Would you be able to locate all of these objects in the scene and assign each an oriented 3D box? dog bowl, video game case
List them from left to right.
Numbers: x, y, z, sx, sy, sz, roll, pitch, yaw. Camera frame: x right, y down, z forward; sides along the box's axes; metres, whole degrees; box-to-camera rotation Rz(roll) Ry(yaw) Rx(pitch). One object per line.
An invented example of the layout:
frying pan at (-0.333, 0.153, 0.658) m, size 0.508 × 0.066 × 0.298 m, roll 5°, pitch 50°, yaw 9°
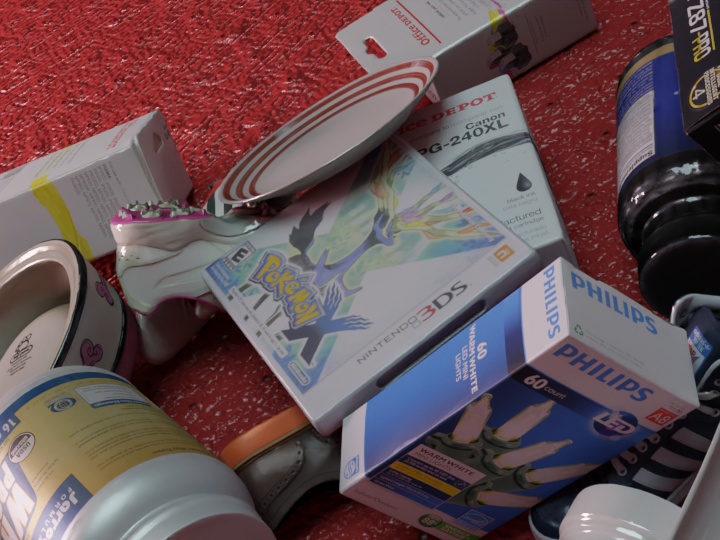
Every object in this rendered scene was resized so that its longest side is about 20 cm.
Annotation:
dog bowl at (-0.252, 0.080, 1.006) m, size 0.200 × 0.074 × 0.200 m, roll -31°, pitch 40°, yaw 31°
video game case at (0.000, 0.000, 0.907) m, size 0.182 × 0.022 × 0.200 m, roll -37°, pitch 41°, yaw -6°

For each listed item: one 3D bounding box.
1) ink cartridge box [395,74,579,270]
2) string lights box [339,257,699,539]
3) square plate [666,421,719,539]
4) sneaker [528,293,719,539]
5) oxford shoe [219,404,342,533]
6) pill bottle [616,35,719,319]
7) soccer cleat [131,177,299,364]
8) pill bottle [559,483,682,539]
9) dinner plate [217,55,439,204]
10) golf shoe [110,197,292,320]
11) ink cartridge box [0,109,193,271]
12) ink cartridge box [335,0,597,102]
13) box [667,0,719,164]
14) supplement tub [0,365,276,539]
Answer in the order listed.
ink cartridge box at (0.074, -0.040, 0.983) m, size 0.145 × 0.083 × 0.200 m, roll -21°, pitch 42°, yaw 10°
string lights box at (0.087, 0.084, 0.770) m, size 0.200 × 0.103 × 0.059 m, roll -41°, pitch 33°, yaw 38°
square plate at (0.264, 0.141, 0.680) m, size 0.198 × 0.028 × 0.200 m, roll 30°, pitch 60°, yaw 5°
sneaker at (0.179, 0.088, 0.781) m, size 0.200 × 0.109 × 0.070 m, roll -29°, pitch 41°, yaw -1°
oxford shoe at (0.008, 0.111, 0.898) m, size 0.200 × 0.071 × 0.073 m, roll -28°, pitch 72°, yaw -7°
pill bottle at (0.234, -0.064, 0.903) m, size 0.112 × 0.112 × 0.200 m, roll -10°, pitch 44°, yaw 19°
soccer cleat at (-0.119, -0.006, 1.068) m, size 0.085 × 0.069 × 0.200 m, roll 0°, pitch 44°, yaw 34°
pill bottle at (0.114, 0.219, 0.679) m, size 0.116 × 0.116 × 0.200 m, roll 12°, pitch 54°, yaw 36°
dinner plate at (-0.022, -0.103, 1.012) m, size 0.200 × 0.024 × 0.200 m, roll -30°, pitch 17°, yaw 10°
golf shoe at (-0.094, -0.009, 1.017) m, size 0.200 × 0.092 × 0.075 m, roll -1°, pitch 10°, yaw -16°
ink cartridge box at (-0.258, -0.055, 1.142) m, size 0.200 × 0.083 × 0.145 m, roll -22°, pitch 17°, yaw 7°
ink cartridge box at (0.092, -0.213, 1.160) m, size 0.200 × 0.068 × 0.115 m, roll -31°, pitch 41°, yaw -4°
box at (0.283, -0.096, 0.848) m, size 0.049 × 0.200 × 0.161 m, roll -37°, pitch 31°, yaw 35°
supplement tub at (-0.158, 0.163, 0.857) m, size 0.145 × 0.145 × 0.200 m, roll -43°, pitch 43°, yaw -17°
